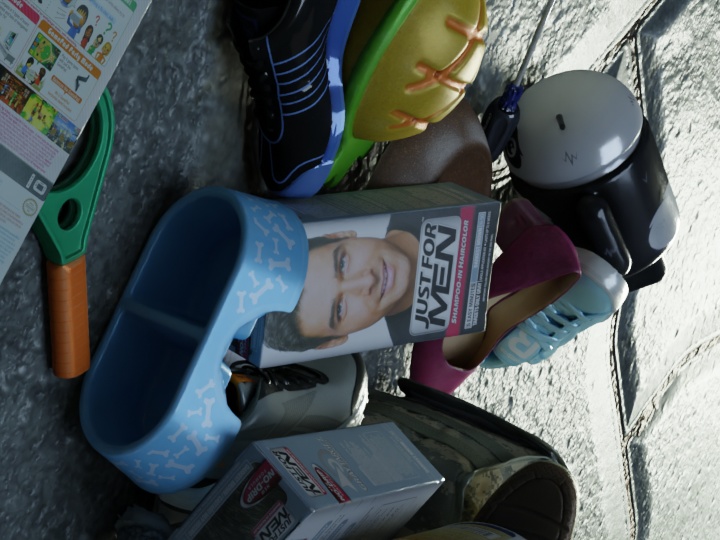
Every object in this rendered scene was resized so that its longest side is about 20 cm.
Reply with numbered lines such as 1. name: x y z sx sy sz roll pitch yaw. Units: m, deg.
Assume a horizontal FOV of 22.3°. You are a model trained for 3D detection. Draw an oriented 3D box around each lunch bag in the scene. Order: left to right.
1. lunch bag: 0.061 0.160 1.418 0.199 0.163 0.118 -6 113 -55

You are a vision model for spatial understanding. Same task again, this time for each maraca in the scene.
1. maraca: 0.021 -0.138 1.246 0.137 0.107 0.201 -41 164 -45

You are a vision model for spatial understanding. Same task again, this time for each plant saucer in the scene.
1. plant saucer: 0.051 -0.034 1.388 0.201 0.036 0.201 -48 152 -36

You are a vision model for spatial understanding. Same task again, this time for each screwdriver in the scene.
1. screwdriver: 0.124 -0.152 1.400 0.200 0.028 0.029 112 -7 -52

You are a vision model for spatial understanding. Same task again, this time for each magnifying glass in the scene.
1. magnifying glass: -0.176 -0.028 1.078 0.079 0.022 0.201 -32 131 -46

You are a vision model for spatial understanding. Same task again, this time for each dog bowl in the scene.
1. dog bowl: -0.109 0.038 1.141 0.049 0.111 0.201 30 82 -45

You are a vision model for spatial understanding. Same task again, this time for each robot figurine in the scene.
1. robot figurine: 0.190 -0.070 1.513 0.125 0.150 0.201 -43 128 -22

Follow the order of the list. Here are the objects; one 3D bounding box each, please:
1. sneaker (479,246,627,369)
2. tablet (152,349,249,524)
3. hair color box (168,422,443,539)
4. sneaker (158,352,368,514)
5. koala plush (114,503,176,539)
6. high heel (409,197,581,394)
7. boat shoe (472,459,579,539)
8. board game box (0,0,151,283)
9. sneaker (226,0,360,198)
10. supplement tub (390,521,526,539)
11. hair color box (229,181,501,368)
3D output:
1. sneaker: 0.152 0.044 1.498 0.082 0.074 0.200 -57 -174 -23
2. tablet: -0.085 0.078 1.289 0.130 0.014 0.202 -5 113 -57
3. hair color box: -0.033 0.159 1.189 0.099 0.061 0.200 -49 161 17
4. sneaker: -0.062 0.094 1.254 0.200 0.074 0.080 -31 128 -46
5. koala plush: -0.104 0.264 1.230 0.200 0.183 0.178 56 18 -47
6. high heel: 0.104 0.046 1.451 0.067 0.096 0.201 7 121 -32
7. boat shoe: 0.105 0.224 1.321 0.201 0.071 0.076 -63 161 14
8. board game box: -0.208 -0.100 0.940 0.201 0.064 0.148 -62 150 -10
9. sneaker: -0.051 -0.137 1.173 0.077 0.070 0.201 -7 121 -33
10. supplement tub: 0.046 0.244 1.192 0.200 0.144 0.145 5 104 -65
11. hair color box: 0.000 0.000 1.258 0.199 0.060 0.100 -7 111 -37
